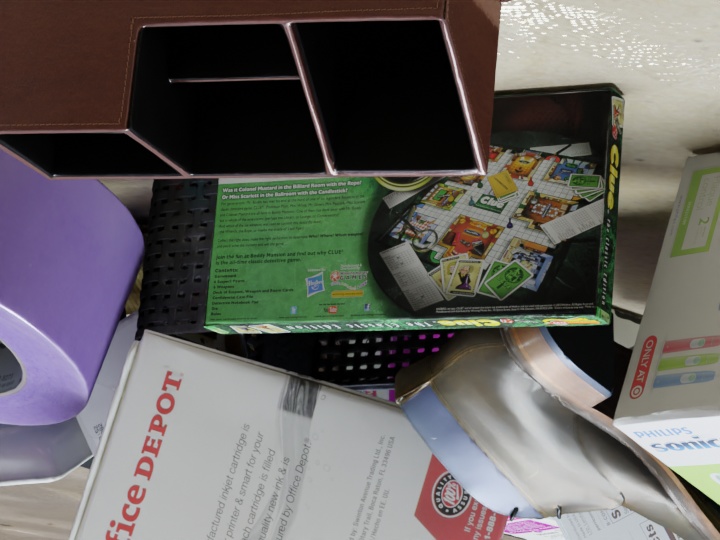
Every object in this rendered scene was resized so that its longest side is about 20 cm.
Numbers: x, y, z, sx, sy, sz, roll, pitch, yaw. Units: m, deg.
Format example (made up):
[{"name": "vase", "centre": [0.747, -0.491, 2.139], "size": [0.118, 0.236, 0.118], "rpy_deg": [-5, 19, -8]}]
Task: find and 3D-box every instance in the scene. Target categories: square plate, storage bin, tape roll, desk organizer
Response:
[{"name": "square plate", "centre": [-0.222, 0.084, 1.520], "size": [0.199, 0.029, 0.198], "rpy_deg": [-5, -167, 19]}, {"name": "storage bin", "centre": [0.000, 0.000, 1.348], "size": [0.200, 0.094, 0.135], "rpy_deg": [-6, 162, 36]}, {"name": "tape roll", "centre": [-0.213, -0.006, 1.320], "size": [0.199, 0.085, 0.200], "rpy_deg": [16, 156, 8]}, {"name": "desk organizer", "centre": [-0.048, -0.083, 1.065], "size": [0.199, 0.077, 0.072], "rpy_deg": [0, 165, 21]}]

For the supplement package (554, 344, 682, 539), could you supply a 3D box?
[{"name": "supplement package", "centre": [0.181, 0.110, 1.412], "size": [0.111, 0.156, 0.200], "rpy_deg": [-30, 174, 19]}]

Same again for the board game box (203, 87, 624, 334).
[{"name": "board game box", "centre": [0.022, -0.025, 1.214], "size": [0.199, 0.105, 0.023], "rpy_deg": [-1, 168, 29]}]

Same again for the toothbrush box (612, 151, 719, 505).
[{"name": "toothbrush box", "centre": [0.225, 0.051, 1.254], "size": [0.086, 0.146, 0.200], "rpy_deg": [-9, 145, 45]}]

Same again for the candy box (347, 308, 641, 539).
[{"name": "candy box", "centre": [0.080, 0.077, 1.527], "size": [0.200, 0.137, 0.061], "rpy_deg": [18, 159, -40]}]

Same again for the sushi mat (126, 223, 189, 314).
[{"name": "sushi mat", "centre": [-0.122, 0.001, 1.561], "size": [0.095, 0.012, 0.200], "rpy_deg": [6, 166, 7]}]

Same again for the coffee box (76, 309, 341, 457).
[{"name": "coffee box", "centre": [-0.067, 0.077, 1.493], "size": [0.080, 0.113, 0.200], "rpy_deg": [-31, 169, 25]}]

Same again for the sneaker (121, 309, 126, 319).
[{"name": "sneaker", "centre": [-0.188, 0.031, 1.522], "size": [0.111, 0.077, 0.200], "rpy_deg": [33, 160, 4]}]

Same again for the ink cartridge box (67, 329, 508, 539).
[{"name": "ink cartridge box", "centre": [-0.034, 0.130, 1.321], "size": [0.199, 0.147, 0.083], "rpy_deg": [17, 169, 4]}]

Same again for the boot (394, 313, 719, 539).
[{"name": "boot", "centre": [0.106, 0.086, 1.269], "size": [0.097, 0.075, 0.200], "rpy_deg": [-27, 120, 30]}]

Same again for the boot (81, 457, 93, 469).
[{"name": "boot", "centre": [-0.135, 0.141, 1.557], "size": [0.164, 0.200, 0.066], "rpy_deg": [2, 127, 8]}]
